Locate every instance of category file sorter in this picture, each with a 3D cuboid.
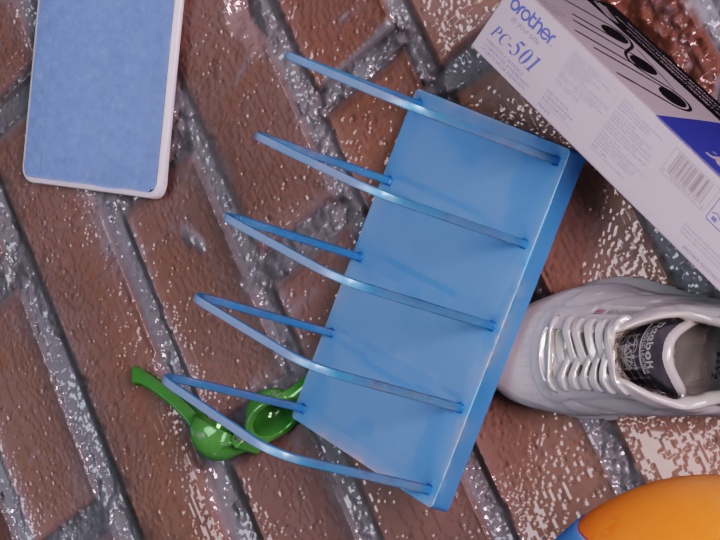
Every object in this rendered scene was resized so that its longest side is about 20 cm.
[{"bbox_3d":[0.000,0.000,1.141,0.139,0.122,0.201,27,98,50],"label":"file sorter"}]

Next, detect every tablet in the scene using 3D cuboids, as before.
[{"bbox_3d":[-0.160,-0.150,1.376,0.130,0.014,0.201,8,95,38],"label":"tablet"}]

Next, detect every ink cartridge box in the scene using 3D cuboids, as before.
[{"bbox_3d":[0.152,-0.063,1.072,0.200,0.094,0.044,48,117,29],"label":"ink cartridge box"}]

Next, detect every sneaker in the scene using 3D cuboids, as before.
[{"bbox_3d":[0.135,0.040,1.091,0.199,0.080,0.077,-4,88,41],"label":"sneaker"}]

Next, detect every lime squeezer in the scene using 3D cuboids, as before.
[{"bbox_3d":[-0.062,0.076,1.285,0.199,0.038,0.071,-15,47,38],"label":"lime squeezer"}]

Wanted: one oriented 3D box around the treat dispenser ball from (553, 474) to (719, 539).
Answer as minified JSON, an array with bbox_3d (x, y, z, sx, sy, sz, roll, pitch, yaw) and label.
[{"bbox_3d":[0.160,0.193,0.987,0.200,0.200,0.202,-2,87,39],"label":"treat dispenser ball"}]
